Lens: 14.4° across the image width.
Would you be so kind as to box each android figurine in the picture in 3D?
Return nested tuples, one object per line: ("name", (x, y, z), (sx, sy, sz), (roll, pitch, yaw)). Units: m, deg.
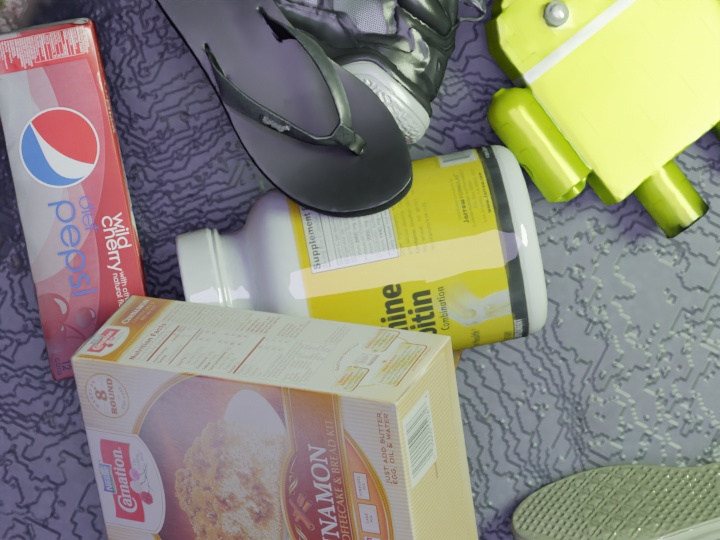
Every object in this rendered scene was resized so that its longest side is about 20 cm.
("android figurine", (0.155, -0.124, 1.645), (0.182, 0.041, 0.200), (-36, 95, -9))

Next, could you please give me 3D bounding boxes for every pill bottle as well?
("pill bottle", (0.000, 0.000, 1.617), (0.199, 0.112, 0.113), (-11, 94, -1))

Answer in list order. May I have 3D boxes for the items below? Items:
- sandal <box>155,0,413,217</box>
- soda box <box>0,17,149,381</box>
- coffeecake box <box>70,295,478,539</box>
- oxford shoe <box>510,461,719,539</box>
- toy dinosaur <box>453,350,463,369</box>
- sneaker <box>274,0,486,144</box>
("sandal", (-0.050, -0.108, 1.561), (0.076, 0.043, 0.200), (-41, 87, -7))
("soda box", (-0.164, -0.041, 1.629), (0.063, 0.070, 0.201), (-11, 94, -2))
("coffeecake box", (-0.045, 0.106, 1.549), (0.199, 0.073, 0.154), (7, 122, 26))
("oxford shoe", (0.188, 0.149, 1.660), (0.199, 0.075, 0.058), (-8, 130, 0))
("toy dinosaur", (0.041, 0.101, 1.627), (0.106, 0.060, 0.201), (18, 65, -44))
("sneaker", (-0.026, -0.165, 1.631), (0.200, 0.075, 0.114), (32, 80, 3))
